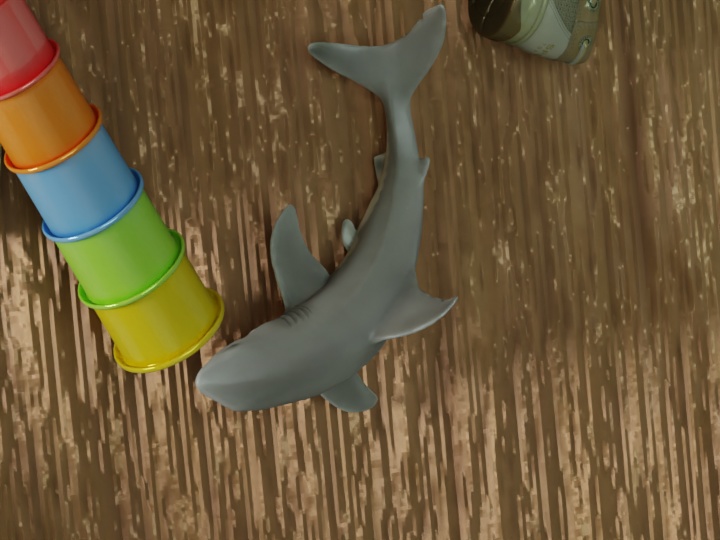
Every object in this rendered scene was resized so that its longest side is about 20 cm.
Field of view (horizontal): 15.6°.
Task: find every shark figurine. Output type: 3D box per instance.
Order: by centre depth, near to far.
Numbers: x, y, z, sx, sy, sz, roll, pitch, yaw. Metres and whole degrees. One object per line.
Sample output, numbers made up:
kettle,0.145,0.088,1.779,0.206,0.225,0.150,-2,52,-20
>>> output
shark figurine,0.015,-0.010,1.275,0.128,0.089,0.215,37,68,-40

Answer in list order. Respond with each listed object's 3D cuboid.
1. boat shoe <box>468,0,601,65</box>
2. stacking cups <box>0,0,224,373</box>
boat shoe,0.115,-0.206,1.322,0.063,0.073,0.201,17,89,-26
stacking cups,-0.129,-0.044,1.207,0.060,0.060,0.200,-37,124,-15
